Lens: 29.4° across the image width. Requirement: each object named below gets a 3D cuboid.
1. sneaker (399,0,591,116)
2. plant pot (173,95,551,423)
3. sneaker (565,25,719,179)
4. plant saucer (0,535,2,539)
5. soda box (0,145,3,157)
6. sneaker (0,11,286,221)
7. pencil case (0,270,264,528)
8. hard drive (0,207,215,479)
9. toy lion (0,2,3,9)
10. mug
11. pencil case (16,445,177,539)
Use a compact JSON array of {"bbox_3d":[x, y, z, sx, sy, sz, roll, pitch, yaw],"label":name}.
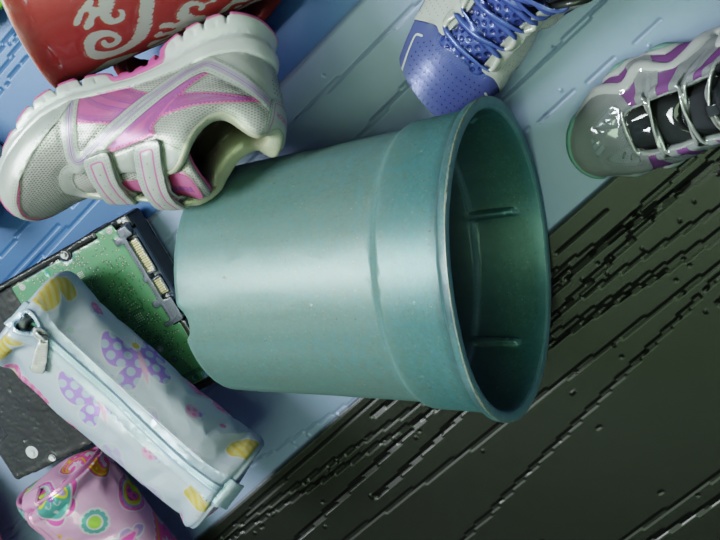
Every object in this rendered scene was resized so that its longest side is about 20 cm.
[{"bbox_3d":[0.094,-0.174,0.828,0.081,0.115,0.199,44,113,-2],"label":"sneaker"},{"bbox_3d":[0.000,0.000,0.878,0.196,0.200,0.201,-5,107,23],"label":"plant pot"},{"bbox_3d":[0.208,-0.100,0.808,0.200,0.140,0.078,-27,100,20],"label":"sneaker"},{"bbox_3d":[-0.374,0.222,1.116,0.200,0.051,0.201,4,108,13],"label":"plant saucer"},{"bbox_3d":[-0.357,-0.094,0.998,0.200,0.063,0.068,27,114,5],"label":"soda box"},{"bbox_3d":[-0.132,-0.076,0.841,0.200,0.081,0.088,-27,64,9],"label":"sneaker"},{"bbox_3d":[-0.161,0.089,0.956,0.200,0.091,0.083,42,73,-4],"label":"pencil case"},{"bbox_3d":[-0.212,0.057,1.026,0.200,0.038,0.140,-28,100,22],"label":"hard drive"},{"bbox_3d":[-0.277,-0.258,0.930,0.200,0.069,0.192,-6,113,16],"label":"toy lion"},{"bbox_3d":[-0.115,-0.207,0.865,0.200,0.178,0.134,-21,85,4],"label":"mug"},{"bbox_3d":[-0.174,0.230,1.042,0.087,0.087,0.200,-28,102,21],"label":"pencil case"}]
